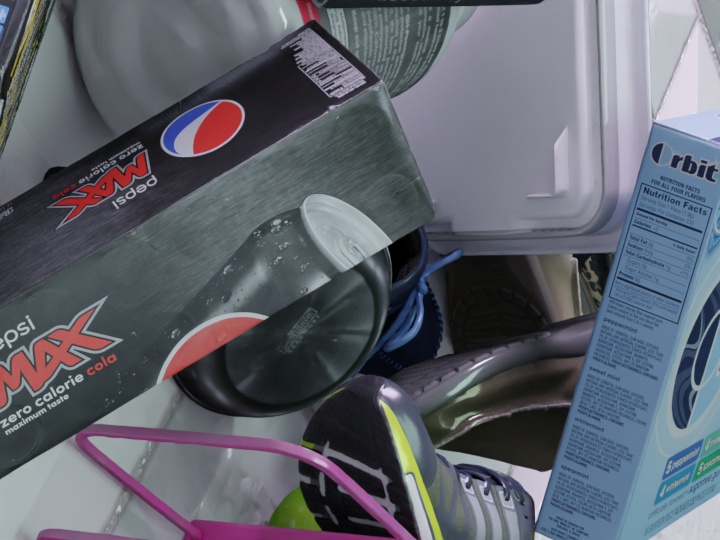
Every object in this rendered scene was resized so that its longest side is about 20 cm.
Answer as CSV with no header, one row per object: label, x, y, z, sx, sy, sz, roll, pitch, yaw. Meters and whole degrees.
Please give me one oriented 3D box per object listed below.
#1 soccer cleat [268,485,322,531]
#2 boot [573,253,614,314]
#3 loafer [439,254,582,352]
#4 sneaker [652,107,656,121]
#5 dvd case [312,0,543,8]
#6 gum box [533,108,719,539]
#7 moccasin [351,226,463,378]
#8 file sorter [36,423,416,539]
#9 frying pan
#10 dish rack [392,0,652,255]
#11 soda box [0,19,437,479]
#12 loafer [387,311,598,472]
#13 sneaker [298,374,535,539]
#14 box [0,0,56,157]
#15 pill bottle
soccer cleat,0.023,0.163,1.051,0.081,0.067,0.200,-43,134,-9
boot,0.197,-0.011,1.252,0.073,0.153,0.204,-47,131,-46
loafer,0.085,-0.005,1.145,0.068,0.075,0.201,-44,128,-41
sneaker,0.109,-0.088,1.109,0.201,0.067,0.108,107,-28,-82
dvd case,-0.010,-0.196,0.897,0.150,0.025,0.200,-9,64,-49
gum box,0.160,0.023,1.012,0.170,0.044,0.201,-16,124,-59
moccasin,0.000,0.000,1.011,0.200,0.068,0.081,46,54,-53
file sorter,-0.072,0.175,0.845,0.125,0.139,0.201,46,54,-46
frying pan,-0.046,-0.003,0.922,0.115,0.031,0.190,-35,134,-7
dish rack,0.064,-0.107,1.019,0.043,0.171,0.201,-4,92,-41
soda box,-0.076,-0.008,0.793,0.200,0.063,0.071,-31,126,-9
loafer,0.087,0.066,1.047,0.200,0.075,0.070,-14,90,-39
sneaker,0.034,0.111,0.967,0.081,0.074,0.200,-50,140,-27
box,-0.120,-0.132,0.738,0.160,0.049,0.201,125,-18,-70
pill bottle,-0.024,-0.118,0.924,0.200,0.110,0.111,-32,119,-53
